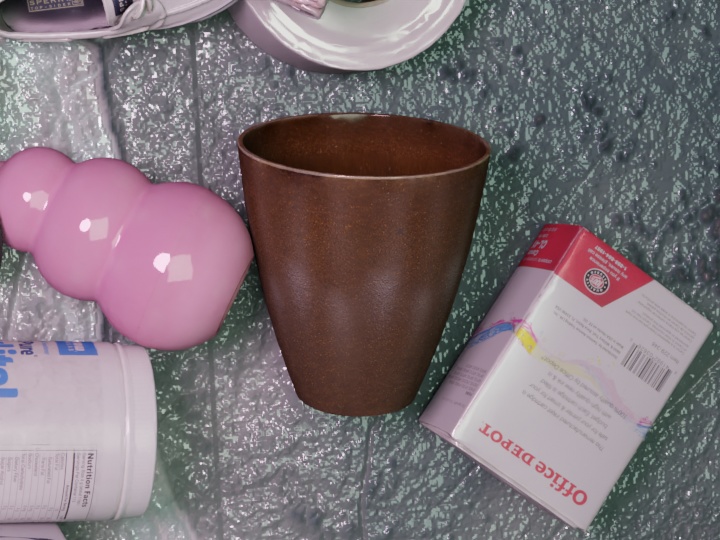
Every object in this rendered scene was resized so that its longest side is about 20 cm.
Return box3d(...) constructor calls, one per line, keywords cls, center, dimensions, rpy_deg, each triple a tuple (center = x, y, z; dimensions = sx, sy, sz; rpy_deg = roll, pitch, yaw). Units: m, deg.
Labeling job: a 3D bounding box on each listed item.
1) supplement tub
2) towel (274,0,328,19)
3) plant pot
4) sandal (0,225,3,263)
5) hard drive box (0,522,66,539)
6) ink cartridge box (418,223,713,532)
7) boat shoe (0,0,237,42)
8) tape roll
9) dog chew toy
box3d(cls="supplement tub", center=(-0.254, 0.115, 1.227), dimensions=(0.199, 0.132, 0.132), rpy_deg=(1, 94, -18))
box3d(cls="towel", center=(-0.074, -0.287, 1.218), dimensions=(0.200, 0.032, 0.191), rpy_deg=(22, 69, 11))
box3d(cls="plant pot", center=(0.000, 0.000, 1.289), dimensions=(0.186, 0.187, 0.201), rpy_deg=(-4, 110, -17))
box3d(cls="sandal", center=(-0.312, -0.082, 1.223), dimensions=(0.045, 0.075, 0.200), rpy_deg=(-24, 95, -44))
box3d(cls="hard drive box", center=(-0.284, 0.220, 1.189), dimensions=(0.155, 0.200, 0.077), rpy_deg=(1, 93, -18))
box3d(cls="ink cartridge box", center=(0.164, 0.083, 1.380), dimensions=(0.147, 0.086, 0.200), rpy_deg=(36, 84, -17))
box3d(cls="boat shoe", center=(-0.170, -0.197, 1.230), dimensions=(0.199, 0.065, 0.074), rpy_deg=(-15, 110, 8))
box3d(cls="tape roll", center=(-0.013, -0.251, 1.308), dimensions=(0.202, 0.071, 0.203), rpy_deg=(-2, 95, -17))
box3d(cls="dog chew toy", center=(-0.181, -0.024, 1.248), dimensions=(0.200, 0.125, 0.125), rpy_deg=(25, 86, -2))
